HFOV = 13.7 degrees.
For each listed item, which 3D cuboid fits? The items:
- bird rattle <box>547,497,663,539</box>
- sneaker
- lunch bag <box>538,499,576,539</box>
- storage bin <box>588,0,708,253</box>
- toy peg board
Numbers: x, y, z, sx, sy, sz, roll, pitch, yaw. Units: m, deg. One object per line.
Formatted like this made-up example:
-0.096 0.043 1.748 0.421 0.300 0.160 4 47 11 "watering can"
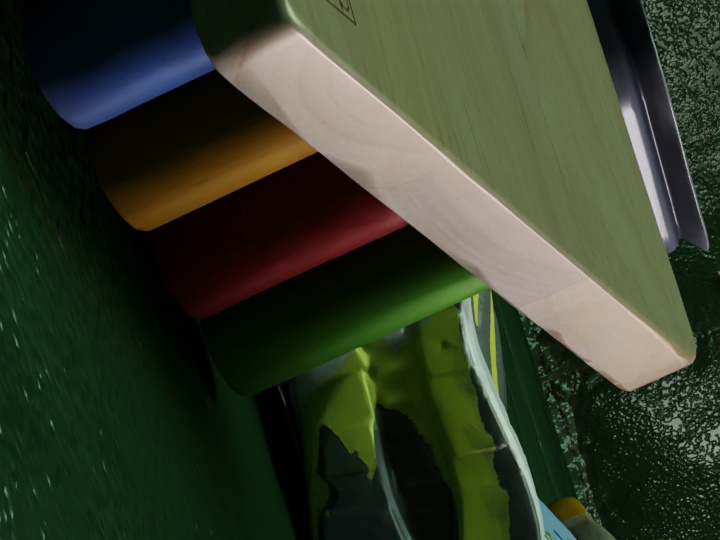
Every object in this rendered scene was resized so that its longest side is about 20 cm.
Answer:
0.152 0.214 1.672 0.163 0.112 0.201 55 -12 42 "bird rattle"
0.000 0.000 0.772 0.085 0.074 0.201 -129 -147 -81 "sneaker"
0.058 0.137 0.963 0.201 0.094 0.151 60 8 -10 "lunch bag"
0.041 -0.092 1.157 0.146 0.134 0.201 69 5 -45 "storage bin"
-0.032 -0.077 0.633 0.199 0.097 0.201 35 35 -57 "toy peg board"
